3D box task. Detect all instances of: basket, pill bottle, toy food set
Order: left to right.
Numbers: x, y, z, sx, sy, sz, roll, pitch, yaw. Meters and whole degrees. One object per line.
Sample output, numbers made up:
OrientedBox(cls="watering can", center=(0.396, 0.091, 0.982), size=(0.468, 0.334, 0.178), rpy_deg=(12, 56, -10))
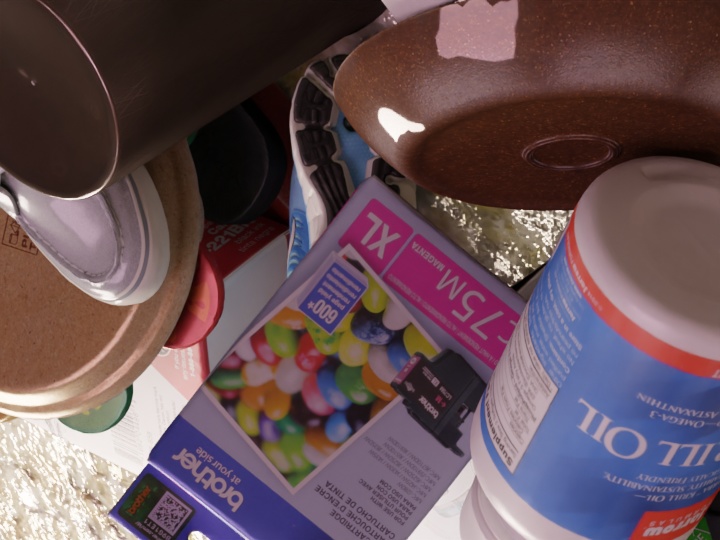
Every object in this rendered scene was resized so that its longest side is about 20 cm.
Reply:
OrientedBox(cls="toy food set", center=(-0.154, -0.019, 1.291), size=(0.197, 0.049, 0.201), rpy_deg=(-2, 87, 32))
OrientedBox(cls="basket", center=(-0.088, -0.130, 1.183), size=(0.136, 0.200, 0.180), rpy_deg=(46, 141, 4))
OrientedBox(cls="pill bottle", center=(0.113, 0.057, 1.109), size=(0.112, 0.112, 0.200), rpy_deg=(37, 135, 16))

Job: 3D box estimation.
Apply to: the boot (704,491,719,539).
OrientedBox(cls="boot", center=(0.206, 0.044, 1.149), size=(0.198, 0.073, 0.163), rpy_deg=(-5, 111, 45))

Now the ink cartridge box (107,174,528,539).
OrientedBox(cls="ink cartridge box", center=(-0.012, 0.070, 1.186), size=(0.119, 0.200, 0.042), rpy_deg=(39, 178, -1))

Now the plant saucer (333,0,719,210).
OrientedBox(cls="plant saucer", center=(0.088, -0.064, 1.085), size=(0.200, 0.200, 0.037), rpy_deg=(-25, 60, 51))

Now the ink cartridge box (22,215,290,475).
OrientedBox(cls="ink cartridge box", center=(-0.133, 0.022, 1.388), size=(0.199, 0.084, 0.145), rpy_deg=(22, 133, 30))

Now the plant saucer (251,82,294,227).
OrientedBox(cls="plant saucer", center=(-0.059, -0.003, 1.394), size=(0.200, 0.037, 0.200), rpy_deg=(49, 142, 3))

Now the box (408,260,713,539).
OrientedBox(cls="box", center=(0.082, 0.123, 1.309), size=(0.177, 0.097, 0.200), rpy_deg=(48, 142, 4))

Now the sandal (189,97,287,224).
OrientedBox(cls="sandal", center=(-0.112, -0.102, 1.316), size=(0.200, 0.048, 0.075), rpy_deg=(45, 115, 31))

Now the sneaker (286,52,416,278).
OrientedBox(cls="sneaker", center=(0.000, 0.000, 1.257), size=(0.078, 0.201, 0.090), rpy_deg=(3, 167, -3))

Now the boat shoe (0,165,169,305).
OrientedBox(cls="boat shoe", center=(-0.169, -0.061, 1.229), size=(0.070, 0.071, 0.201), rpy_deg=(-49, 67, 27))

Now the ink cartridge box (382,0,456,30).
OrientedBox(cls="ink cartridge box", center=(0.086, -0.195, 1.000), size=(0.084, 0.145, 0.200), rpy_deg=(52, 142, -7))
